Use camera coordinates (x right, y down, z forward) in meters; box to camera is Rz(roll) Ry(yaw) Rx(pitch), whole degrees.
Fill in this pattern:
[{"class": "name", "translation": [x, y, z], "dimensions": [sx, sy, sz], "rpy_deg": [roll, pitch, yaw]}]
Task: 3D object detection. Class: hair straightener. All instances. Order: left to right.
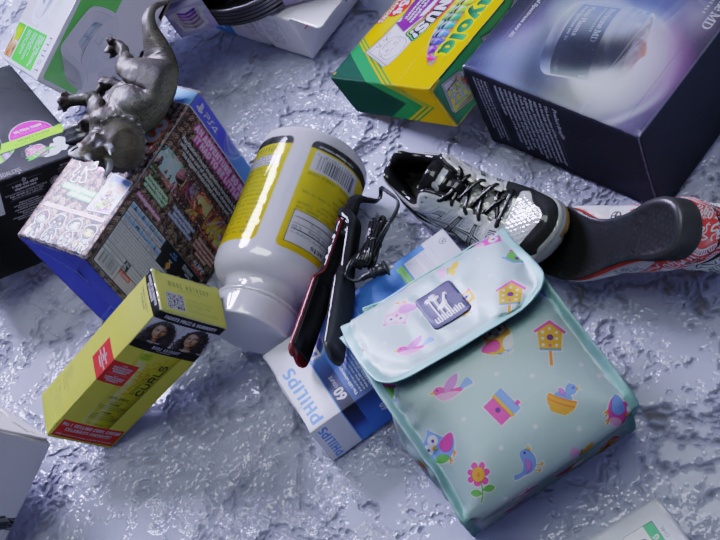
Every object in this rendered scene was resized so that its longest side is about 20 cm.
[{"class": "hair straightener", "translation": [0.000, 0.000, 1.112], "dimensions": [0.077, 0.041, 0.200], "rpy_deg": [-3, 47, 28]}]

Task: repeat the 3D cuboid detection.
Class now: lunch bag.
[{"class": "lunch bag", "translation": [0.099, 0.081, 1.000], "dimensions": [0.170, 0.122, 0.200], "rpy_deg": [-32, 71, -1]}]

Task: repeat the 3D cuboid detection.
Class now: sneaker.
[{"class": "sneaker", "translation": [0.094, -0.059, 1.118], "dimensions": [0.200, 0.088, 0.076], "rpy_deg": [19, 78, 49]}, {"class": "sneaker", "translation": [0.243, -0.023, 1.072], "dimensions": [0.201, 0.108, 0.067], "rpy_deg": [-9, 78, 60]}]

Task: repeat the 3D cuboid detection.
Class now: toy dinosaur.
[{"class": "toy dinosaur", "translation": [-0.213, -0.161, 1.170], "dimensions": [0.102, 0.077, 0.200], "rpy_deg": [22, 63, 22]}]

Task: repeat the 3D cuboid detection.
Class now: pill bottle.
[{"class": "pill bottle", "translation": [-0.073, -0.027, 1.182], "dimensions": [0.111, 0.111, 0.200], "rpy_deg": [5, 59, 27]}]

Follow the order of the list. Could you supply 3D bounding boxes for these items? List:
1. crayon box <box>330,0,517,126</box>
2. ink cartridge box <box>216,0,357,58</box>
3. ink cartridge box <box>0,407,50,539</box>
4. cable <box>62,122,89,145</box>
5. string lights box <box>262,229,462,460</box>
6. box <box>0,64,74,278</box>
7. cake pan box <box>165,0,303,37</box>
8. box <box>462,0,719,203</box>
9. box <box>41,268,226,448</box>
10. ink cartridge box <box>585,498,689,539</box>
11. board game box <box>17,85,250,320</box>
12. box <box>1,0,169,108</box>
[{"class": "crayon box", "translation": [0.090, -0.241, 1.257], "dimensions": [0.200, 0.058, 0.172], "rpy_deg": [-51, 32, -15]}, {"class": "ink cartridge box", "translation": [-0.076, -0.312, 1.407], "dimensions": [0.200, 0.068, 0.116], "rpy_deg": [24, 70, 35]}, {"class": "ink cartridge box", "translation": [-0.394, 0.211, 1.146], "dimensions": [0.144, 0.084, 0.200], "rpy_deg": [22, 86, 34]}, {"class": "cable", "translation": [-0.249, -0.152, 1.320], "dimensions": [0.097, 0.200, 0.051], "rpy_deg": [-4, 90, 34]}, {"class": "string lights box", "translation": [0.025, 0.064, 1.110], "dimensions": [0.200, 0.059, 0.103], "rpy_deg": [-35, 50, -2]}, {"class": "box", "translation": [-0.393, -0.105, 1.342], "dimensions": [0.148, 0.125, 0.200], "rpy_deg": [-23, 46, -24]}, {"class": "cake pan box", "translation": [-0.124, -0.361, 1.386], "dimensions": [0.184, 0.052, 0.200], "rpy_deg": [-15, 54, 19]}, {"class": "box", "translation": [0.239, -0.193, 1.151], "dimensions": [0.198, 0.123, 0.200], "rpy_deg": [29, 73, 35]}, {"class": "box", "translation": [-0.208, 0.083, 1.135], "dimensions": [0.200, 0.075, 0.050], "rpy_deg": [-43, 46, 30]}, {"class": "ink cartridge box", "translation": [0.176, 0.282, 0.901], "dimensions": [0.200, 0.050, 0.161], "rpy_deg": [-31, 51, -1]}, {"class": "board game box", "translation": [-0.209, -0.060, 1.235], "dimensions": [0.097, 0.160, 0.200], "rpy_deg": [17, 65, 32]}, {"class": "box", "translation": [-0.291, -0.287, 1.376], "dimensions": [0.200, 0.097, 0.176], "rpy_deg": [-62, 31, 3]}]
